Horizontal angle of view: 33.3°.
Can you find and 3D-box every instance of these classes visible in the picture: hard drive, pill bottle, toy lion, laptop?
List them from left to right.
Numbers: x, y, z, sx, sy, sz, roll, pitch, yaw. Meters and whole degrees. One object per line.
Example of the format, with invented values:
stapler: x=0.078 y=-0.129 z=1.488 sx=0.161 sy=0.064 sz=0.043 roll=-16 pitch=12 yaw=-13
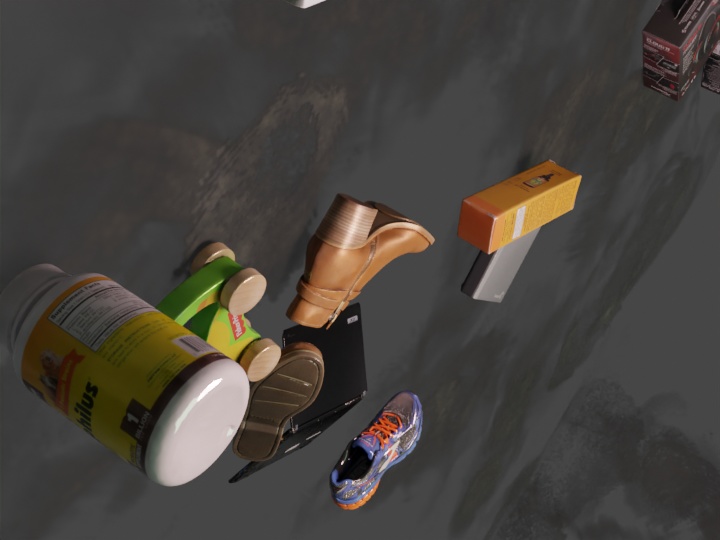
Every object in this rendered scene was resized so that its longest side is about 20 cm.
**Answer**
pill bottle: x=-0.193 y=0.074 z=0.944 sx=0.109 sy=0.200 sz=0.109 roll=-45 pitch=153 yaw=-31
toy lion: x=-0.175 y=0.095 z=1.198 sx=0.192 sy=0.069 sz=0.200 roll=-40 pitch=151 yaw=-23
laptop: x=-0.081 y=0.153 z=1.512 sx=0.200 sy=0.103 sz=0.177 roll=-42 pitch=167 yaw=31
hard drive: x=0.233 y=-0.046 z=1.881 sx=0.200 sy=0.033 sz=0.140 roll=-63 pitch=157 yaw=8

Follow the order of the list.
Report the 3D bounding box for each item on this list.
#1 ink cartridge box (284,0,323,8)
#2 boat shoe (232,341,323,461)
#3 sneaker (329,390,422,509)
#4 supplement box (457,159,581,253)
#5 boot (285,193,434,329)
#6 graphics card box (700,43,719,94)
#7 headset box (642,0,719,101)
ink cartridge box: x=0.005 y=-0.334 z=1.058 sx=0.200 sy=0.057 sz=0.163 roll=-30 pitch=143 yaw=-41
boat shoe: x=-0.098 y=0.132 z=1.349 sx=0.200 sy=0.072 sz=0.068 roll=-54 pitch=-156 yaw=41
sneaker: x=0.024 y=0.260 z=1.775 sx=0.200 sy=0.075 sz=0.078 roll=-55 pitch=153 yaw=-15
supplement box: x=0.229 y=-0.094 z=1.730 sx=0.200 sy=0.067 sz=0.069 roll=-27 pitch=135 yaw=-36
boot: x=0.000 y=0.000 z=1.402 sx=0.200 sy=0.077 sz=0.155 roll=8 pitch=109 yaw=-62
graphics card box: x=0.731 y=-0.455 z=2.383 sx=0.126 sy=0.051 sz=0.200 roll=-52 pitch=155 yaw=-17
headset box: x=0.544 y=-0.403 z=2.032 sx=0.149 sy=0.075 sz=0.200 roll=-54 pitch=157 yaw=-11
